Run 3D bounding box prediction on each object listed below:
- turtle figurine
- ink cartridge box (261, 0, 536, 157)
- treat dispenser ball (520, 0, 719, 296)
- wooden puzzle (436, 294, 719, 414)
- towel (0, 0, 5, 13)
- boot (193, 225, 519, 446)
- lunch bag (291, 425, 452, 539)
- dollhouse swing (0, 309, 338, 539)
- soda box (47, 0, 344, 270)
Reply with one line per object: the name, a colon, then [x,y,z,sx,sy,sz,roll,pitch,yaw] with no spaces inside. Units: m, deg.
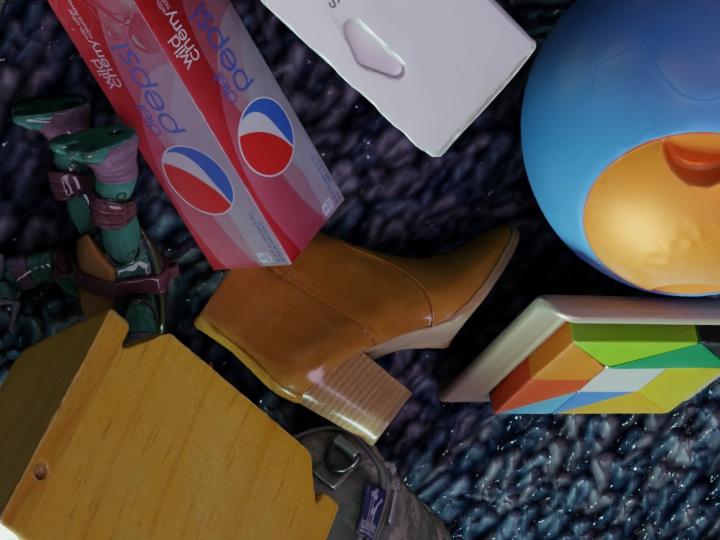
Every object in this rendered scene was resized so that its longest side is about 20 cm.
turtle figurine: [-0.157,0.006,1.162,0.101,0.149,0.201,-27,124,-44]
ink cartridge box: [-0.010,-0.164,1.066,0.084,0.200,0.146,-47,122,6]
treat dispenser ball: [0.195,-0.085,1.182,0.200,0.201,0.202,-8,119,-15]
wooden puzzle: [0.165,0.059,1.270,0.184,0.037,0.200,1,161,-20]
towel: [-0.274,-0.118,1.075,0.146,0.022,0.201,16,92,-26]
boot: [0.000,0.001,1.231,0.144,0.201,0.071,38,144,3]
lunch bag: [-0.027,0.192,1.261,0.168,0.139,0.200,-50,155,-6]
dollhouse swing: [-0.159,0.146,1.120,0.200,0.175,0.182,43,60,-33]
soda box: [-0.092,-0.097,1.126,0.063,0.070,0.200,-52,123,-36]
